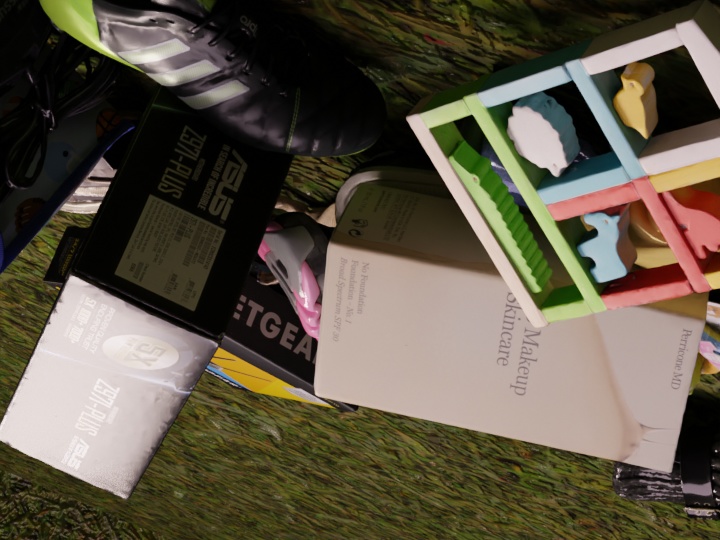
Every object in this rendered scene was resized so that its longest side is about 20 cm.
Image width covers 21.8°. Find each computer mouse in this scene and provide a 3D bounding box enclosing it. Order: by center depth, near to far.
[{"bbox_3d":[-0.213,-0.140,0.969,0.053,0.139,0.201,13,141,38],"label":"computer mouse"}]

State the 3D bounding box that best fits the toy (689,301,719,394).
[{"bbox_3d":[0.194,0.052,1.152,0.199,0.047,0.115,10,157,36],"label":"toy"}]

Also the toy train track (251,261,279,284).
[{"bbox_3d":[-0.074,-0.014,1.327,0.199,0.033,0.115,22,173,-20],"label":"toy train track"}]

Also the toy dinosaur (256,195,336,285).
[{"bbox_3d":[-0.023,-0.024,1.228,0.100,0.059,0.200,4,158,7],"label":"toy dinosaur"}]

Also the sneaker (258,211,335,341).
[{"bbox_3d":[0.000,0.000,1.127,0.079,0.095,0.200,59,-178,20],"label":"sneaker"}]

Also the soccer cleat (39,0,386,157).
[{"bbox_3d":[-0.075,-0.120,0.962,0.199,0.068,0.081,26,152,-5],"label":"soccer cleat"}]

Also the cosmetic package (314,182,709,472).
[{"bbox_3d":[0.082,0.029,1.003,0.199,0.073,0.104,11,122,10],"label":"cosmetic package"}]

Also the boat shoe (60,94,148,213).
[{"bbox_3d":[-0.150,-0.080,1.186,0.199,0.075,0.073,10,145,18],"label":"boat shoe"}]

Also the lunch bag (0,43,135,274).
[{"bbox_3d":[-0.256,-0.063,1.054,0.170,0.200,0.124,45,150,-9],"label":"lunch bag"}]

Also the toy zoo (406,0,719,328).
[{"bbox_3d":[0.128,-0.046,0.853,0.199,0.020,0.132,-14,117,43],"label":"toy zoo"}]

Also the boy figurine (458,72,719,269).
[{"bbox_3d":[0.145,-0.038,0.921,0.199,0.065,0.124,17,162,18],"label":"boy figurine"}]

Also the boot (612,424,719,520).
[{"bbox_3d":[0.247,0.128,1.258,0.157,0.080,0.211,18,163,15],"label":"boot"}]

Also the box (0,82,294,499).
[{"bbox_3d":[-0.112,-0.005,1.039,0.086,0.201,0.164,25,137,-8],"label":"box"}]

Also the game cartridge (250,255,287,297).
[{"bbox_3d":[-0.101,0.012,1.438,0.199,0.041,0.133,23,160,2],"label":"game cartridge"}]

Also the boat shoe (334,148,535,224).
[{"bbox_3d":[0.089,-0.028,1.052,0.199,0.072,0.068,13,-161,11],"label":"boat shoe"}]

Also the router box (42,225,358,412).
[{"bbox_3d":[-0.107,0.034,1.341,0.200,0.051,0.149,32,163,-37],"label":"router box"}]
